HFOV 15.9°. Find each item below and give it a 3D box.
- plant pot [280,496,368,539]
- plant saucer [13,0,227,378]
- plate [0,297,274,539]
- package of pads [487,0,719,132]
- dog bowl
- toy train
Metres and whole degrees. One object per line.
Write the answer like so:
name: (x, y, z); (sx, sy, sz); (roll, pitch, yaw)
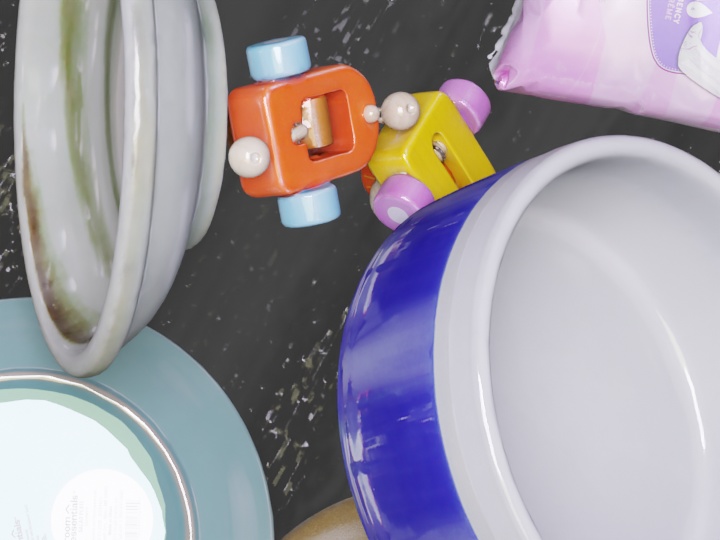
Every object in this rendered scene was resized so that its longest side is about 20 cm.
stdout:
plant pot: (0.024, 0.187, 1.032); (0.200, 0.027, 0.200); (1, 93, 22)
plant saucer: (-0.087, -0.061, 0.954); (0.050, 0.200, 0.200); (-1, 100, -19)
plate: (-0.134, 0.109, 1.030); (0.200, 0.026, 0.200); (0, 83, -3)
package of pads: (0.157, -0.111, 0.993); (0.200, 0.076, 0.121); (11, 102, -1)
dog bowl: (0.089, 0.055, 0.960); (0.079, 0.200, 0.200); (-19, 101, 46)
toy train: (0.000, 0.000, 0.995); (0.056, 0.150, 0.200); (-3, 107, 39)
